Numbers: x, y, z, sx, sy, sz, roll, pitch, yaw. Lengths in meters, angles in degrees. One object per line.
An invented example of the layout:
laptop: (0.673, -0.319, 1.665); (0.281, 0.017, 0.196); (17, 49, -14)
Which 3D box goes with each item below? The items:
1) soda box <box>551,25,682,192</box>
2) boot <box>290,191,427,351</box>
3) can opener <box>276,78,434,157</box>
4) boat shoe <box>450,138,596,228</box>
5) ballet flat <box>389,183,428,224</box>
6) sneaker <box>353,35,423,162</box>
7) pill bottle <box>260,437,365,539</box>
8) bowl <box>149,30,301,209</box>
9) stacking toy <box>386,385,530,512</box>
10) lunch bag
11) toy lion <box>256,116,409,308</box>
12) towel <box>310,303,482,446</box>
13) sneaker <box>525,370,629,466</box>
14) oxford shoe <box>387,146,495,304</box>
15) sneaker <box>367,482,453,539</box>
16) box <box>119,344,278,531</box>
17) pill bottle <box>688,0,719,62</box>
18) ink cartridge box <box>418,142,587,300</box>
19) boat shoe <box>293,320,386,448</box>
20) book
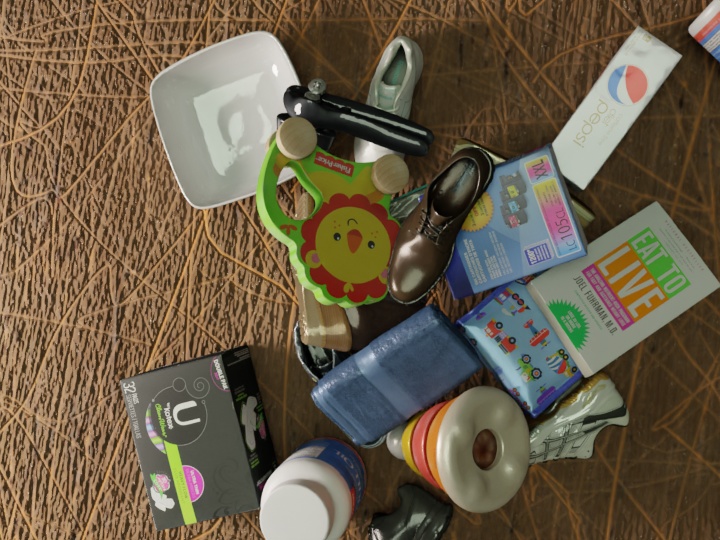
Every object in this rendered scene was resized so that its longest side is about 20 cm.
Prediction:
soda box: (0.309, -0.199, 1.124); (0.068, 0.064, 0.201); (36, 96, 6)
boot: (0.000, 0.000, 1.137); (0.165, 0.072, 0.202); (-2, 83, -18)
can opener: (-0.005, -0.185, 1.117); (0.198, 0.079, 0.064); (12, 49, 4)
boat shoe: (0.200, -0.097, 1.146); (0.199, 0.074, 0.067); (30, 103, 13)
ballet flat: (0.030, -0.059, 1.170); (0.198, 0.067, 0.064); (-18, 82, 8)
sneaker: (0.031, -0.205, 1.161); (0.070, 0.080, 0.202); (12, 95, 6)
pill bottle: (-0.060, 0.283, 1.123); (0.111, 0.200, 0.113); (0, 93, 9)
bowl: (-0.159, -0.196, 1.193); (0.198, 0.075, 0.201); (-20, 89, 10)
stacking toy: (0.100, 0.214, 1.126); (0.145, 0.199, 0.148); (2, 86, -35)
lunch bag: (0.242, 0.063, 1.140); (0.200, 0.094, 0.151); (-39, 83, -1)
toy lion: (-0.033, -0.058, 1.071); (0.199, 0.069, 0.193); (19, 75, -19)
towel: (0.043, 0.129, 1.109); (0.199, 0.049, 0.112); (-35, 112, 18)
sneaker: (0.252, 0.217, 1.143); (0.200, 0.076, 0.088); (-40, 95, 13)
oxford shoe: (0.080, -0.051, 1.025); (0.072, 0.084, 0.201); (27, 103, 10)
sneaker: (0.039, 0.372, 1.191); (0.090, 0.076, 0.201); (34, 90, 16)
box: (-0.207, 0.217, 1.191); (0.147, 0.124, 0.202); (-15, 88, 10)
pill bottle: (0.500, -0.260, 1.068); (0.200, 0.112, 0.112); (45, 98, 5)
ink cartridge box: (0.158, -0.052, 1.088); (0.199, 0.076, 0.138); (-20, 93, 19)
boat shoe: (-0.031, 0.148, 1.176); (0.070, 0.091, 0.201); (-28, 88, 9)
book: (0.321, 0.021, 1.109); (0.199, 0.048, 0.134); (-32, 82, -11)
